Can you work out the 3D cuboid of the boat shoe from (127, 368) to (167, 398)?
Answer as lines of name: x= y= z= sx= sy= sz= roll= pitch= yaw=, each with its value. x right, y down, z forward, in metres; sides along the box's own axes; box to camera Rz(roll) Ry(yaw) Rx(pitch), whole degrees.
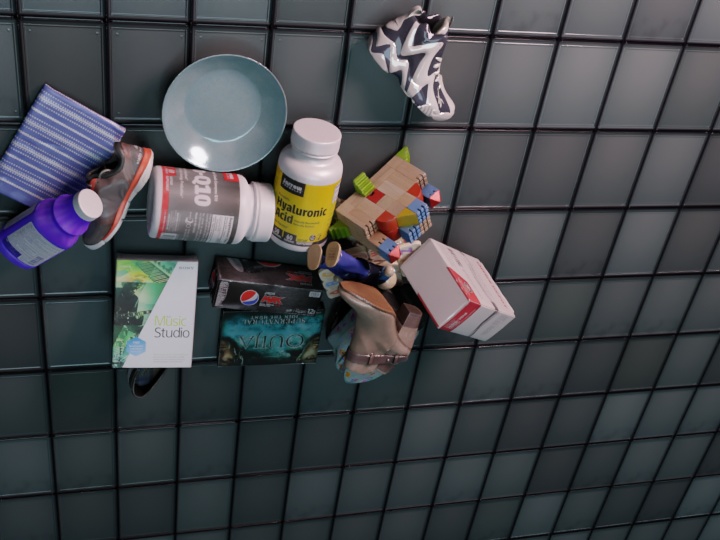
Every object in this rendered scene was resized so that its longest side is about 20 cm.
boat shoe: x=-0.367 y=0.154 z=1.720 sx=0.068 sy=0.057 sz=0.201 roll=22 pitch=118 yaw=-30

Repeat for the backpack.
backpack: x=0.020 y=0.119 z=1.754 sx=0.164 sy=0.129 sz=0.200 roll=9 pitch=139 yaw=-36

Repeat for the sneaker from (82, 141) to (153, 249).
sneaker: x=-0.405 y=-0.126 z=1.480 sx=0.081 sy=0.078 sz=0.201 roll=23 pitch=115 yaw=-31

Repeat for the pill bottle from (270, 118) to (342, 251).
pill bottle: x=-0.089 y=-0.143 z=1.544 sx=0.109 sy=0.112 sz=0.203 roll=2 pitch=125 yaw=-18

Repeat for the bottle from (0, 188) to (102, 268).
bottle: x=-0.484 y=-0.069 z=1.464 sx=0.197 sy=0.066 sz=0.083 roll=-24 pitch=128 yaw=32

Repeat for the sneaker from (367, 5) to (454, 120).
sneaker: x=0.117 y=-0.336 z=1.479 sx=0.129 sy=0.080 sz=0.199 roll=-36 pitch=119 yaw=23

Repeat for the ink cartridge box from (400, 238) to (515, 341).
ink cartridge box: x=0.180 y=0.040 z=1.705 sx=0.083 sy=0.148 sz=0.199 roll=-41 pitch=150 yaw=19

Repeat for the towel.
towel: x=-0.475 y=-0.177 z=1.459 sx=0.143 sy=0.024 sz=0.201 roll=27 pitch=113 yaw=-30

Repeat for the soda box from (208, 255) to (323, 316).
soda box: x=-0.170 y=0.029 z=1.677 sx=0.196 sy=0.071 sz=0.064 roll=7 pitch=126 yaw=-22

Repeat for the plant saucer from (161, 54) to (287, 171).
plant saucer: x=-0.215 y=-0.252 z=1.468 sx=0.196 sy=0.039 sz=0.204 roll=-9 pitch=128 yaw=-11

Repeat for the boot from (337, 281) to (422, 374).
boot: x=0.012 y=0.109 z=1.609 sx=0.197 sy=0.071 sz=0.148 roll=22 pitch=115 yaw=-29

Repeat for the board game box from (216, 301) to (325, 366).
board game box: x=-0.172 y=0.122 z=1.776 sx=0.195 sy=0.028 sz=0.138 roll=-1 pitch=126 yaw=-17

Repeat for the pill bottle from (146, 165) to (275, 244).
pill bottle: x=-0.245 y=-0.104 z=1.523 sx=0.195 sy=0.115 sz=0.116 roll=4 pitch=126 yaw=-20

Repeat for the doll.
doll: x=0.000 y=0.000 z=1.603 sx=0.134 sy=0.050 sz=0.198 roll=-6 pitch=163 yaw=35

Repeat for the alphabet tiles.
alphabet tiles: x=0.024 y=0.002 z=1.699 sx=0.191 sy=0.015 sz=0.201 roll=-15 pitch=154 yaw=2

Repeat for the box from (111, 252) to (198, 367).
box: x=-0.361 y=0.072 z=1.637 sx=0.141 sy=0.036 sz=0.205 roll=1 pitch=107 yaw=-18

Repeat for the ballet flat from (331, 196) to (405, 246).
ballet flat: x=0.009 y=-0.059 z=1.670 sx=0.198 sy=0.064 sz=0.076 roll=28 pitch=115 yaw=-33

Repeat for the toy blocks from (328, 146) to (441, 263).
toy blocks: x=0.059 y=-0.102 z=1.557 sx=0.200 sy=0.136 sz=0.101 roll=-43 pitch=143 yaw=-18
